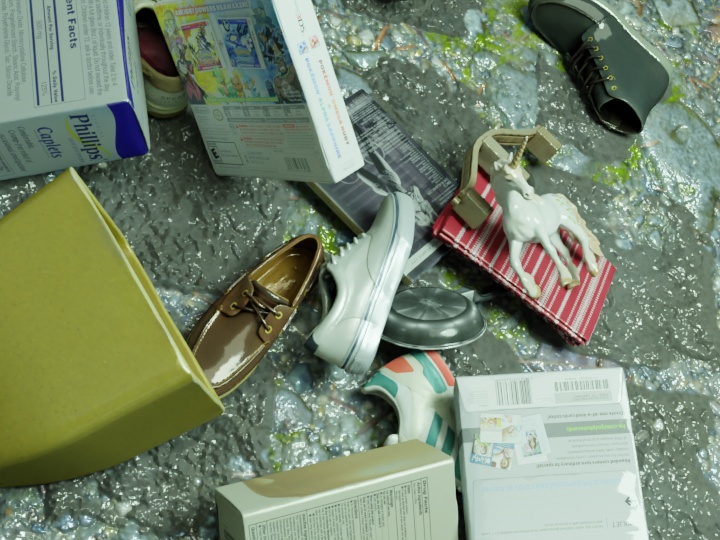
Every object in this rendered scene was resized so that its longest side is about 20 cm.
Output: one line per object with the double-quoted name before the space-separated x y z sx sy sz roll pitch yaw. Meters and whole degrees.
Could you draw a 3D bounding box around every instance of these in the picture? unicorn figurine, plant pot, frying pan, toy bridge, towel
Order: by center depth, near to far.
"plant pot" -0.253 0.071 0.956 0.200 0.194 0.196 -30 76 -7
"frying pan" 0.100 0.038 1.164 0.189 0.031 0.115 -11 26 -23
"unicorn figurine" 0.180 -0.046 1.179 0.138 0.074 0.200 69 18 8
"towel" 0.176 -0.021 1.246 0.200 0.022 0.145 38 44 -4
"toy bridge" 0.146 -0.113 1.251 0.067 0.027 0.200 46 43 4

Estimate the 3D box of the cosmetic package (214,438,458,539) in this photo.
"cosmetic package" -0.018 0.220 1.010 0.199 0.071 0.106 -8 102 -26

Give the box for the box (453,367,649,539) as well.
"box" 0.168 0.190 1.041 0.155 0.041 0.201 -4 67 0

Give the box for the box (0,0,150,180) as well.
"box" -0.307 -0.190 1.087 0.199 0.105 0.185 -10 66 -2

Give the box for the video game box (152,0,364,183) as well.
"video game box" -0.098 -0.175 1.098 0.047 0.200 0.183 -35 117 -31

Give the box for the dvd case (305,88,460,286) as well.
"dvd case" 0.025 -0.091 1.238 0.200 0.016 0.149 45 50 7

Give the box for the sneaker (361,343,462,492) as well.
"sneaker" 0.073 0.171 1.108 0.093 0.070 0.200 -26 76 -12

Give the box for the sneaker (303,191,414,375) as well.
"sneaker" 0.000 0.000 1.116 0.071 0.073 0.200 23 56 -10

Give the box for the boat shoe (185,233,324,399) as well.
"boat shoe" -0.100 0.036 1.102 0.072 0.068 0.200 38 57 1

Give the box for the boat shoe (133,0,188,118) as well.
"boat shoe" -0.226 -0.255 1.208 0.074 0.066 0.200 -24 74 -29

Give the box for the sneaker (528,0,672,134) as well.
"sneaker" 0.275 -0.252 1.392 0.200 0.075 0.106 33 55 -3
